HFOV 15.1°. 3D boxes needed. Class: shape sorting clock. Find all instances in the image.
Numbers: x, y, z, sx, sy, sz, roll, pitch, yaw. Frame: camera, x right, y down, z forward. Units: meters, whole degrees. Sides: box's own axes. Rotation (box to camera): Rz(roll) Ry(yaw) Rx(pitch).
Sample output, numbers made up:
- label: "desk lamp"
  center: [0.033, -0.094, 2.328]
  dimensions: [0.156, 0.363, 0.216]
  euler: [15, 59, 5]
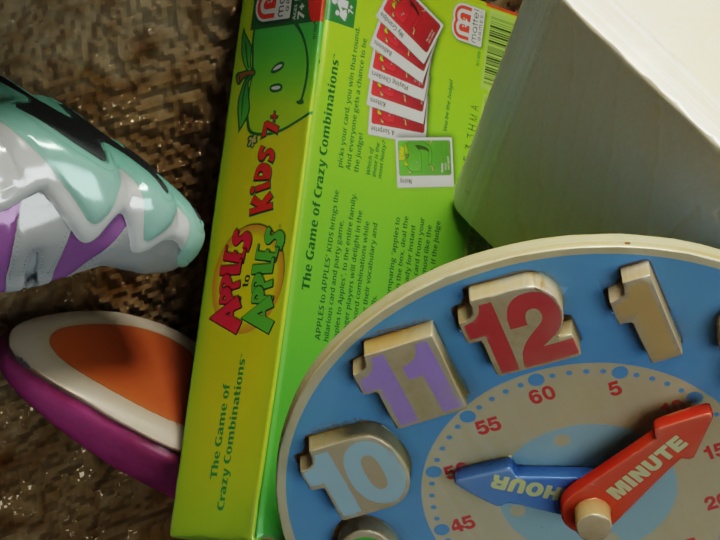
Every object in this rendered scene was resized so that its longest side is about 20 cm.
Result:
- label: "shape sorting clock"
  center: [0.072, 0.069, 0.859]
  dimensions: [0.199, 0.039, 0.201]
  euler: [1, 126, 2]

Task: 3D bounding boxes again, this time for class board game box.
- label: "board game box"
  center: [0.000, 0.000, 0.938]
  dimensions: [0.101, 0.048, 0.201]
  euler: [14, 79, -39]

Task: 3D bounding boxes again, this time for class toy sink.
- label: "toy sink"
  center: [0.148, -0.070, 0.913]
  dimensions: [0.200, 0.112, 0.131]
  euler: [-35, 160, -30]

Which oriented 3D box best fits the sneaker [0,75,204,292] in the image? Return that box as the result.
- label: "sneaker"
  center: [-0.156, 0.001, 0.863]
  dimensions: [0.200, 0.078, 0.140]
  euler: [21, 101, -33]

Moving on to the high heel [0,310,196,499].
- label: "high heel"
  center: [-0.062, 0.084, 0.981]
  dimensions: [0.200, 0.068, 0.096]
  euler: [27, 122, -28]
